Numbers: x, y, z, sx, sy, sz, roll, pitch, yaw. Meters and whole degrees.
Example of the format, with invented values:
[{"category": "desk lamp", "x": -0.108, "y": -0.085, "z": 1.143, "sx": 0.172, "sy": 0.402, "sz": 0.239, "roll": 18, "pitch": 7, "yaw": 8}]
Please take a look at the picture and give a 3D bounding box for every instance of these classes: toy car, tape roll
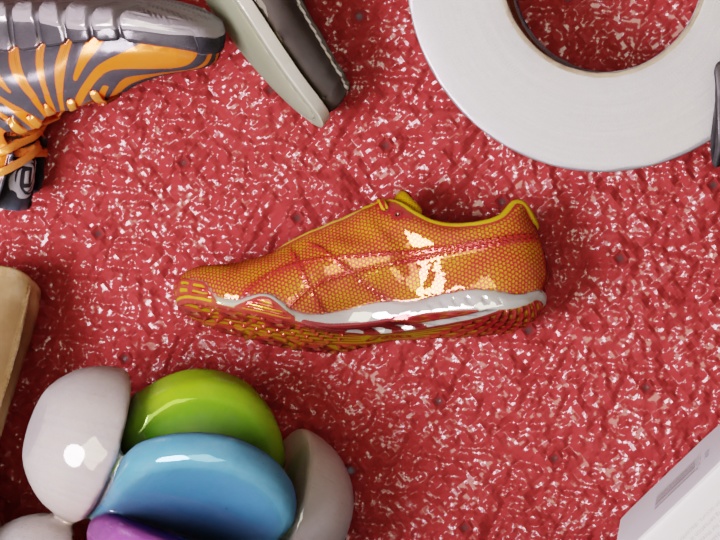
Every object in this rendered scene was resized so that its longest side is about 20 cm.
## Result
[{"category": "toy car", "x": -0.097, "y": 0.153, "z": 1.178, "sx": 0.174, "sy": 0.150, "sz": 0.201, "roll": 21, "pitch": 96, "yaw": -16}, {"category": "tape roll", "x": 0.125, "y": -0.152, "z": 1.177, "sx": 0.199, "sy": 0.066, "sz": 0.202, "roll": 1, "pitch": 94, "yaw": 9}]

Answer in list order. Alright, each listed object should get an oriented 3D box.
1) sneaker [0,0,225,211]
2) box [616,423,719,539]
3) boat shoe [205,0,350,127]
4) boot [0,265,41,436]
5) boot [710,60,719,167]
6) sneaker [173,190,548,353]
[{"category": "sneaker", "x": -0.162, "y": -0.089, "z": 1.230, "sx": 0.199, "sy": 0.078, "sz": 0.113, "roll": 2, "pitch": 101, "yaw": 22}, {"category": "box", "x": 0.230, "y": 0.177, "z": 1.160, "sx": 0.097, "sy": 0.124, "sz": 0.200, "roll": -44, "pitch": 88, "yaw": 10}, {"category": "boat shoe", "x": -0.062, "y": -0.169, "z": 1.203, "sx": 0.060, "sy": 0.072, "sz": 0.202, "roll": -37, "pitch": 96, "yaw": -12}, {"category": "boot", "x": -0.255, "y": 0.107, "z": 1.223, "sx": 0.174, "sy": 0.066, "sz": 0.201, "roll": -11, "pitch": 54, "yaw": 22}, {"category": "boot", "x": 0.230, "y": -0.049, "z": 1.115, "sx": 0.131, "sy": 0.070, "sz": 0.202, "roll": 4, "pitch": 83, "yaw": 0}, {"category": "sneaker", "x": 0.000, "y": 0.000, "z": 1.220, "sx": 0.198, "sy": 0.073, "sz": 0.078, "roll": -4, "pitch": 73, "yaw": 6}]
